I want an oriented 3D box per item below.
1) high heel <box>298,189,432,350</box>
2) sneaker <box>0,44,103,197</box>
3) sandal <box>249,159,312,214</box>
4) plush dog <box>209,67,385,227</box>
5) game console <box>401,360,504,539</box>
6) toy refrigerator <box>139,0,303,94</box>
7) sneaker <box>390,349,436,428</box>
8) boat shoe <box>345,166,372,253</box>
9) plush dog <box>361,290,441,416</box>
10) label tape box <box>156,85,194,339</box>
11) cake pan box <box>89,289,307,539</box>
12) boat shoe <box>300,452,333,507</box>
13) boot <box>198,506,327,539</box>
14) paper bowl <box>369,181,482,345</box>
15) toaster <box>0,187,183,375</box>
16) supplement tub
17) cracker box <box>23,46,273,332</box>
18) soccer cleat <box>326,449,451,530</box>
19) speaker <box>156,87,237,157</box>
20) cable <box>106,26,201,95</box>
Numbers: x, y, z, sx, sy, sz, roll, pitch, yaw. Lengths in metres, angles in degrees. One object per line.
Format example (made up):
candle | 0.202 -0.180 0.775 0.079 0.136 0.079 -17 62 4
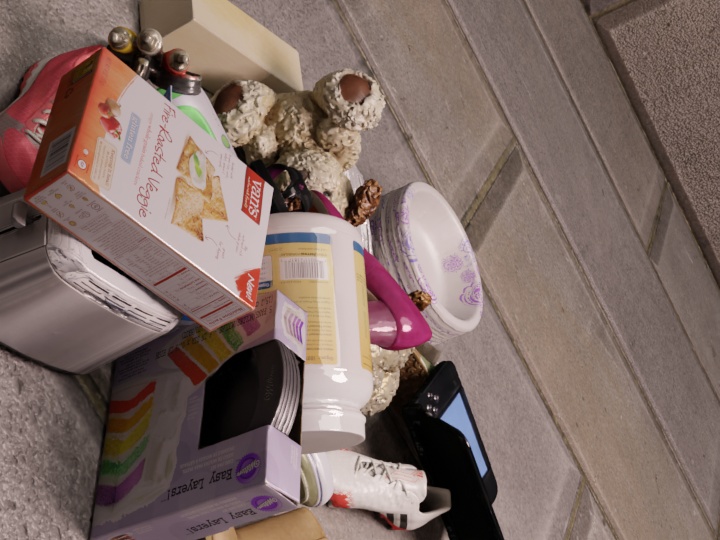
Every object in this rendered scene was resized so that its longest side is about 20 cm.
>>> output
high heel | 0.000 0.000 1.331 0.095 0.067 0.201 5 51 -37
sneaker | -0.272 -0.139 1.141 0.074 0.086 0.201 48 33 -31
sandal | -0.078 -0.078 1.296 0.076 0.048 0.200 64 -4 -2
plush dog | -0.066 -0.115 1.449 0.161 0.197 0.174 86 -1 -76
game console | 0.137 0.227 1.500 0.176 0.115 0.202 -45 121 -49
toy refrigerator | -0.154 -0.250 1.455 0.199 0.075 0.071 28 46 -51
sneaker | 0.079 0.145 1.604 0.201 0.067 0.090 63 27 -23
boat shoe | -0.021 -0.089 1.564 0.068 0.072 0.202 6 63 -37
plush dog | -0.023 0.081 1.383 0.171 0.160 0.202 -33 101 -39
label tape box | -0.166 -0.046 1.195 0.065 0.143 0.202 6 62 -28
cake pan box | -0.130 0.129 1.081 0.052 0.199 0.186 39 41 -43
boat shoe | -0.100 0.156 1.277 0.062 0.072 0.201 -38 97 -44
boot | -0.105 0.242 1.198 0.199 0.066 0.177 4 79 -60
paper bowl | 0.066 -0.003 1.643 0.200 0.104 0.202 41 37 -40
toaster | -0.231 0.007 1.062 0.200 0.128 0.115 37 40 -45
supplement tub | -0.062 0.061 1.203 0.144 0.143 0.202 22 59 -54
cracker box | -0.160 -0.062 1.028 0.200 0.057 0.135 40 40 -35
soccer cleat | 0.025 0.234 1.412 0.200 0.085 0.069 38 40 -45
speaker | -0.160 -0.091 1.309 0.202 0.088 0.088 64 27 -8
cable | -0.198 -0.206 1.241 0.096 0.051 0.200 19 9 -15
